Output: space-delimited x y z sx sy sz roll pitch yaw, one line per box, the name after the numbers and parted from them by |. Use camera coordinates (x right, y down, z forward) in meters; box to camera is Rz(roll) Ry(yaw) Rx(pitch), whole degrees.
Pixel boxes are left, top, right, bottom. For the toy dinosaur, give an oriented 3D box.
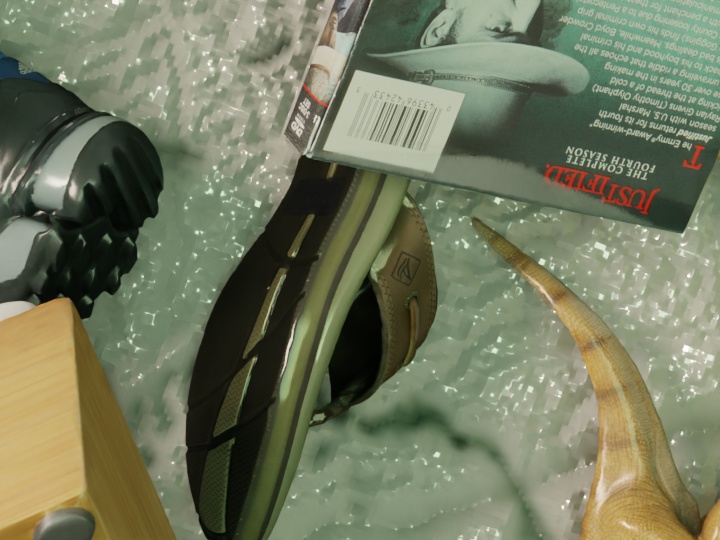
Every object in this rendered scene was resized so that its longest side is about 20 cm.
0.094 0.083 0.855 0.106 0.060 0.200 -2 94 -6 | toy dinosaur

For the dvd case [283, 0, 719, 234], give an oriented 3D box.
0.074 -0.113 0.773 0.146 0.022 0.200 9 111 -31 | dvd case

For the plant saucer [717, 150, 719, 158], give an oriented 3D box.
0.143 -0.133 0.856 0.200 0.037 0.201 -1 95 -6 | plant saucer

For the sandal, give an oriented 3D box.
0.001 -0.001 0.831 0.057 0.080 0.201 24 91 -22 | sandal

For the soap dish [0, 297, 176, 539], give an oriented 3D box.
-0.124 0.116 0.773 0.157 0.081 0.200 -23 135 -6 | soap dish

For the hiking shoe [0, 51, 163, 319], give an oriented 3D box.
-0.143 0.022 0.826 0.087 0.074 0.200 38 96 21 | hiking shoe
